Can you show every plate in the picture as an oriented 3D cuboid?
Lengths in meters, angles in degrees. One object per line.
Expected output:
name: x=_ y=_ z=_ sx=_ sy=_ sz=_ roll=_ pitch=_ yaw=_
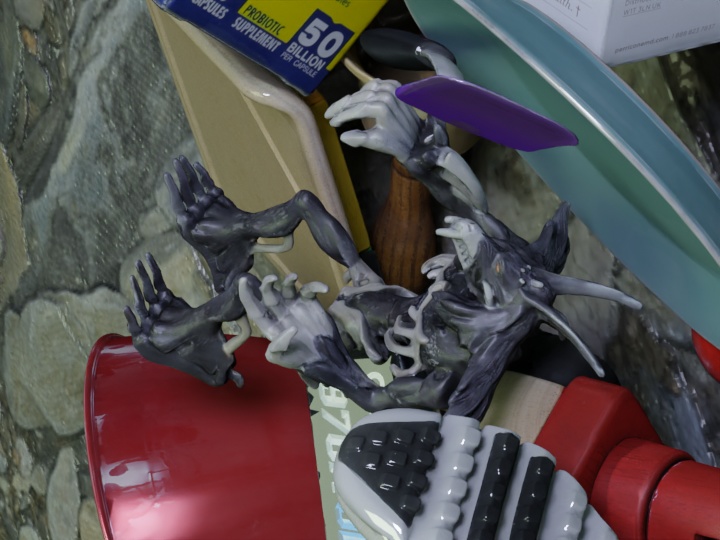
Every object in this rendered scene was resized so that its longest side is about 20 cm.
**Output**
plate: x=0.089 y=-0.040 z=0.956 sx=0.200 sy=0.026 sz=0.200 roll=46 pitch=177 yaw=3

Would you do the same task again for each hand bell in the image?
hand bell: x=0.023 y=-0.047 z=1.188 sx=0.104 sy=0.104 sz=0.200 roll=52 pitch=152 yaw=28

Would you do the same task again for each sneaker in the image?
sneaker: x=0.069 y=0.123 z=0.952 sx=0.200 sy=0.075 sz=0.081 roll=34 pitch=139 yaw=-8

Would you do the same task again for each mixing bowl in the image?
mixing bowl: x=-0.034 y=0.108 z=1.180 sx=0.200 sy=0.108 sz=0.200 roll=-18 pitch=-90 yaw=-80

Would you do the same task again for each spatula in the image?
spatula: x=0.029 y=-0.068 z=0.959 sx=0.021 sy=0.056 sz=0.200 roll=-65 pitch=16 yaw=8

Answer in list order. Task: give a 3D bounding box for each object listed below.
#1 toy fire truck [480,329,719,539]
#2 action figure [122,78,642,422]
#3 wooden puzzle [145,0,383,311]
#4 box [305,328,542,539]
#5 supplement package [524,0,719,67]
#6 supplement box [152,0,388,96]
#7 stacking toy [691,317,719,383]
toy fire truck: x=0.149 y=0.108 z=1.026 sx=0.200 sy=0.129 sz=0.176 roll=14 pitch=151 yaw=37
action figure: x=0.000 y=0.000 z=1.011 sx=0.200 sy=0.119 sz=0.102 roll=1 pitch=142 yaw=36
wooden puzzle: x=-0.040 y=-0.053 z=1.219 sx=0.185 sy=0.037 sz=0.200 roll=48 pitch=166 yaw=47
box: x=0.041 y=0.126 z=1.124 sx=0.046 sy=0.159 sz=0.200 roll=-10 pitch=85 yaw=25
supplement package: x=0.106 y=-0.192 z=0.962 sx=0.117 sy=0.117 sz=0.200 roll=40 pitch=133 yaw=41
supplement box: x=-0.015 y=-0.189 z=1.058 sx=0.200 sy=0.109 sz=0.110 roll=-51 pitch=56 yaw=9
stacking toy: x=0.181 y=-0.003 z=0.973 sx=0.085 sy=0.085 sz=0.200 roll=65 pitch=149 yaw=13
